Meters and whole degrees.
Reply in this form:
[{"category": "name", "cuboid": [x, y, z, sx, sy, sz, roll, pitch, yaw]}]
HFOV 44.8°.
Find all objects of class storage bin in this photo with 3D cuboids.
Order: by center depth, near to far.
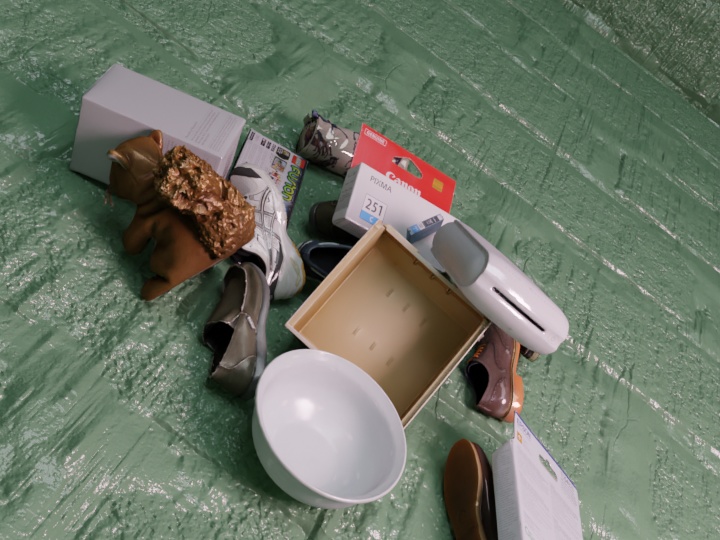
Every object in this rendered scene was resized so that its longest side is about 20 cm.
[{"category": "storage bin", "cuboid": [0.040, 0.071, 1.154, 0.200, 0.199, 0.094, 41, -8, 7]}]

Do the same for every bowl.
[{"category": "bowl", "cuboid": [-0.051, 0.200, 1.027, 0.199, 0.091, 0.203, 23, 38, -20]}]

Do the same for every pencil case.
[{"category": "pencil case", "cuboid": [-0.012, -0.203, 1.505, 0.197, 0.078, 0.091, 20, 59, -22]}]

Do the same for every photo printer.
[{"category": "photo printer", "cuboid": [0.184, 0.022, 1.156, 0.166, 0.070, 0.200, 38, 9, -19]}]

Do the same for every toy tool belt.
[{"category": "toy tool belt", "cuboid": [0.126, 0.079, 1.297, 0.124, 0.124, 0.200, 59, 16, 9]}]

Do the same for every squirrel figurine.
[{"category": "squirrel figurine", "cuboid": [-0.227, -0.091, 1.084, 0.141, 0.199, 0.189, -33, 95, -46]}]

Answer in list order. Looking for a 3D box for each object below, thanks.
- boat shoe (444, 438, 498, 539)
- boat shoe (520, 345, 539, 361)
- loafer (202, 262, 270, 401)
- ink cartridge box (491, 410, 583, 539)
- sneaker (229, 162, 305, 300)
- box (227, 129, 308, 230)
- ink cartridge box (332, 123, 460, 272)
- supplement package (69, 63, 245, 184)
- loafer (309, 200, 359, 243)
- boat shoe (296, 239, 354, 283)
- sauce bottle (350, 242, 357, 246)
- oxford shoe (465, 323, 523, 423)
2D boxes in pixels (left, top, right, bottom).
[{"category": "boat shoe", "cuboid": [0.153, 0.312, 1.102, 0.070, 0.070, 0.202, 21, 46, -27]}, {"category": "boat shoe", "cuboid": [0.254, 0.071, 1.449, 0.064, 0.074, 0.201, 18, 31, -17]}, {"category": "loafer", "cuboid": [-0.158, 0.065, 1.096, 0.069, 0.075, 0.202, 20, 40, -28]}, {"category": "ink cartridge box", "cuboid": [0.231, 0.318, 1.119, 0.200, 0.040, 0.202, 50, 29, -30]}, {"category": "sneaker", "cuboid": [-0.146, -0.054, 1.205, 0.087, 0.075, 0.203, -16, 78, -38]}, {"category": "box", "cuboid": [-0.150, -0.130, 1.347, 0.109, 0.035, 0.201, 28, 37, -13]}, {"category": "ink cartridge box", "cuboid": [0.067, -0.109, 1.330, 0.198, 0.044, 0.179, 27, 66, -26]}, {"category": "supplement package", "cuboid": [-0.276, -0.174, 1.195, 0.197, 0.118, 0.118, 23, 37, -5]}, {"category": "loafer", "cuboid": [0.018, -0.074, 1.369, 0.197, 0.069, 0.077, 0, 86, -32]}, {"category": "boat shoe", "cuboid": [0.000, 0.000, 1.260, 0.197, 0.062, 0.076, 21, 82, -22]}, {"category": "sauce bottle", "cuboid": [0.026, -0.013, 1.343, 0.197, 0.065, 0.065, 6, 46, -34]}, {"category": "oxford shoe", "cuboid": [0.198, 0.133, 1.330, 0.072, 0.072, 0.202, 17, 41, -17]}]
